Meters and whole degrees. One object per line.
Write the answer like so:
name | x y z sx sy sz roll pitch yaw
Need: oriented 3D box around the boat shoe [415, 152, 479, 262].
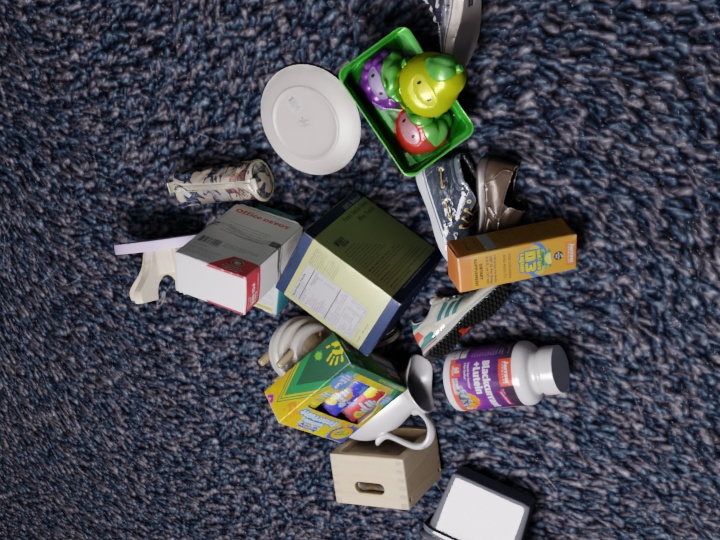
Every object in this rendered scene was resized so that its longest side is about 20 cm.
boat shoe | 0.167 -0.094 1.550 0.091 0.071 0.201 -15 105 38

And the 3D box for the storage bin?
storage bin | 0.237 0.467 1.782 0.199 0.145 0.135 22 96 18

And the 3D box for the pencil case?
pencil case | -0.255 -0.161 1.736 0.199 0.089 0.078 -2 114 28

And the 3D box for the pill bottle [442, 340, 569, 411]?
pill bottle | 0.254 0.181 1.623 0.199 0.111 0.112 -11 109 32

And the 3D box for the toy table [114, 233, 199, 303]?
toy table | -0.389 -0.006 1.852 0.200 0.184 0.118 -5 96 39

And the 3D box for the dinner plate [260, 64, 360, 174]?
dinner plate | -0.093 -0.259 1.637 0.200 0.024 0.201 12 119 23

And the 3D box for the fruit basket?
fruit basket | 0.081 -0.264 1.430 0.155 0.216 0.216 -36 97 -1

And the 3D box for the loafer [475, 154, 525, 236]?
loafer | 0.230 -0.088 1.518 0.071 0.073 0.201 5 118 26

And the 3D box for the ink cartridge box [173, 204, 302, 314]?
ink cartridge box | -0.212 -0.024 1.653 0.146 0.200 0.083 19 126 19

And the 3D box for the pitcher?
pitcher | 0.049 0.269 1.756 0.200 0.121 0.172 -27 59 32

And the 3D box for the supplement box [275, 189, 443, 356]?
supplement box | 0.000 0.000 1.611 0.200 0.200 0.134 36 126 7

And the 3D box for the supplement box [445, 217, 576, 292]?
supplement box | 0.240 -0.025 1.485 0.199 0.069 0.067 -13 118 -9

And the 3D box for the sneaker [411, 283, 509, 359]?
sneaker | 0.165 0.064 1.635 0.200 0.070 0.094 -45 55 22

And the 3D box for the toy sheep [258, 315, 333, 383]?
toy sheep | -0.109 0.147 1.710 0.200 0.138 0.138 3 121 61

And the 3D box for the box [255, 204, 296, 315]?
box | -0.176 -0.020 1.791 0.082 0.049 0.201 20 123 18

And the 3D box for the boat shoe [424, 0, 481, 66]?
boat shoe | 0.129 -0.405 1.418 0.093 0.075 0.201 25 123 31

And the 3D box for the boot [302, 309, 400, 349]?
boot | -0.033 0.066 1.738 0.203 0.073 0.154 4 122 31

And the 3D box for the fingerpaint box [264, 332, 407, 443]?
fingerpaint box | -0.039 0.211 1.640 0.167 0.200 0.073 -40 54 13

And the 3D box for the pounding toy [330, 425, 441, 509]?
pounding toy | 0.041 0.390 1.822 0.199 0.184 0.143 -2 102 29
